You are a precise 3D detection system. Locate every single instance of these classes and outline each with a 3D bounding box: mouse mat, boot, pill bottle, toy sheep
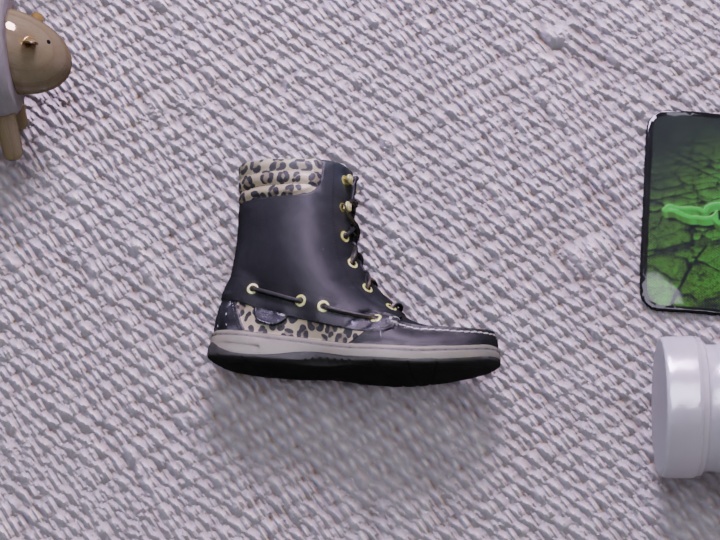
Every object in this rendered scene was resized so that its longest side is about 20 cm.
[{"bbox_3d":[0.304,-0.039,1.357,0.200,0.008,0.161,4,68,3],"label":"mouse mat"},{"bbox_3d":[-0.001,0.000,1.312,0.203,0.073,0.154,2,72,7],"label":"boot"},{"bbox_3d":[0.298,0.092,1.244,0.200,0.116,0.116,0,68,3],"label":"pill bottle"},{"bbox_3d":[-0.309,-0.147,1.352,0.200,0.138,0.138,-6,67,-3],"label":"toy sheep"}]
